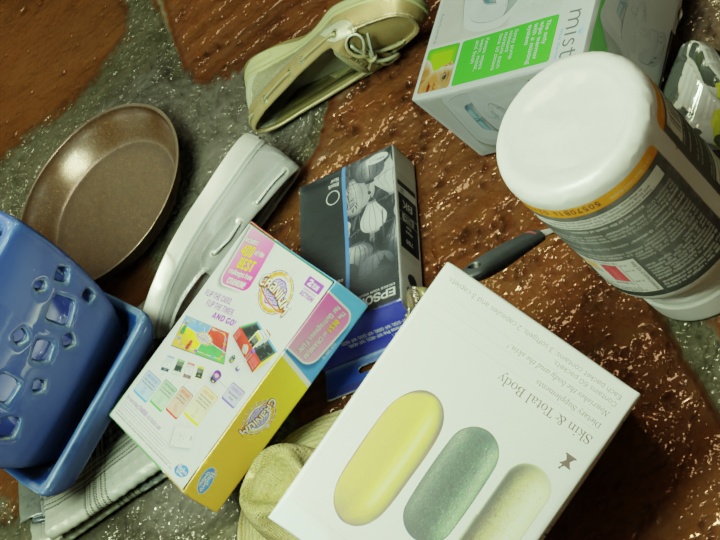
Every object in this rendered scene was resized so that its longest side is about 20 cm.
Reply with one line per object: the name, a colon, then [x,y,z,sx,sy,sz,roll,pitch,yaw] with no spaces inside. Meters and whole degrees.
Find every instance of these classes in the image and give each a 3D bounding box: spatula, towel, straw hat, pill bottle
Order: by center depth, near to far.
pill bottle: [0.187,-0.050,1.198,0.116,0.200,0.116,-21,51,28]
spatula: [0.135,-0.023,1.266,0.057,0.200,0.021,5,108,42]
straw hat: [-0.042,0.173,1.323,0.201,0.085,0.201,-21,50,28]
towel: [-0.226,0.128,1.543,0.200,0.035,0.193,-35,46,17]

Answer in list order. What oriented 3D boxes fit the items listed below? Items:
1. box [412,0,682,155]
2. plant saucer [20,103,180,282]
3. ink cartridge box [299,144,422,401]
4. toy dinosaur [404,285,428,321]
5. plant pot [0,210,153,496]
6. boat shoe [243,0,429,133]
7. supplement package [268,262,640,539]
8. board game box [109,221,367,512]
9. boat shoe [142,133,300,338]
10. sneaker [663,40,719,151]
box: [0.156,-0.208,1.393,0.176,0.097,0.200,-9,57,47]
plant saucer: [-0.240,-0.064,1.681,0.200,0.037,0.200,-21,50,28]
ink cartridge box: [0.000,0.000,1.439,0.099,0.039,0.200,-24,51,25]
toy dinosaur: [0.086,0.089,1.307,0.088,0.047,0.200,-31,52,25]
plant pot: [-0.301,0.066,1.484,0.200,0.180,0.200,18,77,56]
boat shoe: [-0.022,-0.183,1.556,0.201,0.073,0.063,-21,58,32]
supplement package: [0.065,0.126,1.178,0.152,0.151,0.200,35,87,9]
board game box: [-0.100,0.073,1.412,0.200,0.040,0.153,-54,36,-1]
boat shoe: [-0.119,-0.021,1.534,0.068,0.072,0.200,28,72,7]
sneaker: [0.278,-0.107,1.261,0.200,0.085,0.075,-123,50,-66]
